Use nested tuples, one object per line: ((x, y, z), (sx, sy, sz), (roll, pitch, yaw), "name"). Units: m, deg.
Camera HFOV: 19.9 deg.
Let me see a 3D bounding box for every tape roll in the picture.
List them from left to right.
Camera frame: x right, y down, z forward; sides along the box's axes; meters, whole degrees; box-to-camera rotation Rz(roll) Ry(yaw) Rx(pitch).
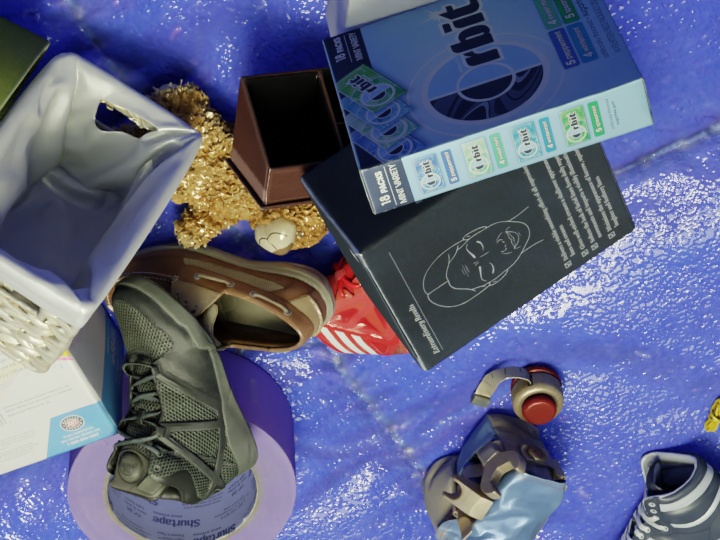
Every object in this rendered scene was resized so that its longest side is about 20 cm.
((-0.156, 0.167, 1.806), (0.199, 0.085, 0.200), (-2, 127, -3), "tape roll")

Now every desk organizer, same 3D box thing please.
((0.004, -0.109, 1.570), (0.199, 0.072, 0.077), (-9, 128, -26), "desk organizer")

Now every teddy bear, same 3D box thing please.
((-0.108, -0.073, 1.635), (0.145, 0.067, 0.200), (-28, 123, 19), "teddy bear")

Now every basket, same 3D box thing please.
((-0.229, -0.040, 1.540), (0.135, 0.200, 0.123), (32, 142, -3), "basket")

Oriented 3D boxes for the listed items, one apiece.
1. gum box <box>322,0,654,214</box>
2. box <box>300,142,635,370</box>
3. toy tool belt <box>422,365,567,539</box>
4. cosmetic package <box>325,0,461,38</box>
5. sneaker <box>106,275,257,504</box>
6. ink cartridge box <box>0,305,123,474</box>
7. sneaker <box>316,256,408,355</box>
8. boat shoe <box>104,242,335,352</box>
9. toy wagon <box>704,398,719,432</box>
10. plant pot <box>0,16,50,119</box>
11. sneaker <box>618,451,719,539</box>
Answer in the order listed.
((0.084, -0.133, 1.434), (0.199, 0.170, 0.045), (-18, 129, 3), "gum box")
((0.082, -0.050, 1.537), (0.200, 0.107, 0.149), (-34, 136, -4), "box")
((0.132, 0.195, 1.823), (0.125, 0.123, 0.200), (17, 124, -16), "toy tool belt")
((0.042, -0.248, 1.500), (0.107, 0.085, 0.200), (1, 127, -10), "cosmetic package")
((-0.164, 0.107, 1.647), (0.076, 0.114, 0.200), (7, 127, 44), "sneaker")
((-0.292, 0.044, 1.675), (0.128, 0.125, 0.200), (-18, 126, 10), "ink cartridge box")
((0.000, 0.000, 1.693), (0.115, 0.078, 0.200), (-8, 127, 0), "sneaker")
((-0.123, 0.027, 1.685), (0.199, 0.072, 0.076), (3, 125, 18), "boat shoe")
((0.411, 0.158, 1.866), (0.199, 0.040, 0.155), (10, 126, -12), "toy wagon")
((-0.363, -0.148, 1.508), (0.200, 0.187, 0.187), (35, 119, -9), "plant pot")
((0.265, 0.241, 1.903), (0.200, 0.070, 0.108), (-37, 117, 25), "sneaker")
